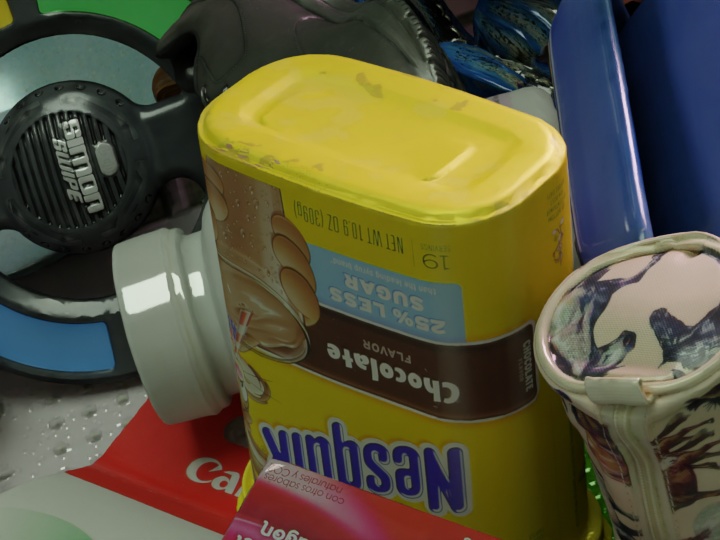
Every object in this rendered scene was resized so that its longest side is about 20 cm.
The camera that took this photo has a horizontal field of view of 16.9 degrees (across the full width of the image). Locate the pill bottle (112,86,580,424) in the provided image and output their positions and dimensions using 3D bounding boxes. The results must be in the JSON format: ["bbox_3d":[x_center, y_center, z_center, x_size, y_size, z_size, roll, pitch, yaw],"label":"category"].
[{"bbox_3d":[0.000,0.000,1.039,0.200,0.112,0.112,-16,43,4],"label":"pill bottle"}]

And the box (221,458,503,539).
[{"bbox_3d":[0.039,0.157,0.846,0.200,0.100,0.096,18,56,17],"label":"box"}]

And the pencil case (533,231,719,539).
[{"bbox_3d":[0.117,0.075,0.854,0.078,0.200,0.089,-2,48,19],"label":"pencil case"}]

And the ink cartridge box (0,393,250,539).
[{"bbox_3d":[-0.081,0.116,1.007,0.161,0.050,0.200,17,57,34],"label":"ink cartridge box"}]

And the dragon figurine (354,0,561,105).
[{"bbox_3d":[0.070,-0.092,1.112,0.200,0.099,0.059,24,60,38],"label":"dragon figurine"}]

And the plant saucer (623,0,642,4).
[{"bbox_3d":[0.047,-0.168,1.150,0.200,0.200,0.032,27,96,39],"label":"plant saucer"}]

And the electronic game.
[{"bbox_3d":[-0.130,-0.047,1.103,0.200,0.200,0.042,-16,5,6],"label":"electronic game"}]

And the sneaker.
[{"bbox_3d":[-0.018,-0.075,1.003,0.091,0.076,0.200,-39,33,-8],"label":"sneaker"}]

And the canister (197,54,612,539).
[{"bbox_3d":[0.015,0.030,0.910,0.148,0.200,0.087,20,43,33],"label":"canister"}]

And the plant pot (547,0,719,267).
[{"bbox_3d":[0.184,-0.029,0.940,0.180,0.200,0.200,-18,42,14],"label":"plant pot"}]

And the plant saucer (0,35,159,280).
[{"bbox_3d":[-0.181,-0.051,1.220,0.201,0.039,0.201,-11,45,11],"label":"plant saucer"}]

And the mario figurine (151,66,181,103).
[{"bbox_3d":[-0.083,-0.163,1.209,0.106,0.123,0.200,27,40,-13],"label":"mario figurine"}]
